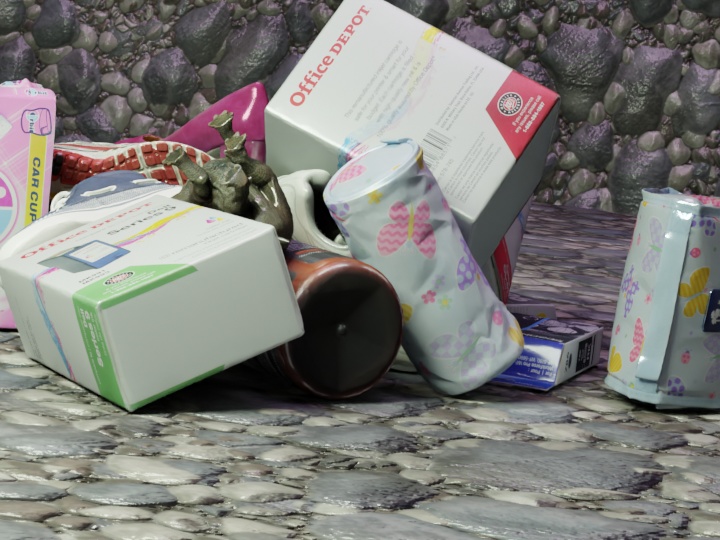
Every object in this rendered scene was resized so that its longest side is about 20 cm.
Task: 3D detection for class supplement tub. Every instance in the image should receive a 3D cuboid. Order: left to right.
[{"bbox_3d":[-0.057,0.029,1.566,0.107,0.107,0.200,3,8,-29],"label":"supplement tub"}]

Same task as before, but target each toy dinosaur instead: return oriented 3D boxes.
[{"bbox_3d":[-0.085,-0.053,1.527,0.200,0.077,0.102,22,-27,49],"label":"toy dinosaur"}]

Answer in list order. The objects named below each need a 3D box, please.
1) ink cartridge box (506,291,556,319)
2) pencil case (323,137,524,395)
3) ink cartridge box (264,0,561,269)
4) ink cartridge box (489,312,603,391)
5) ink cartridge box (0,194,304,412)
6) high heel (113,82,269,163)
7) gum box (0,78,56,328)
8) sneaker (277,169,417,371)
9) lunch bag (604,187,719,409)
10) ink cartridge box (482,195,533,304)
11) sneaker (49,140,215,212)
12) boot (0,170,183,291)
[{"bbox_3d":[0.090,0.032,1.962,0.199,0.047,0.197,-1,9,-35],"label":"ink cartridge box"},{"bbox_3d":[0.051,-0.002,1.560,0.091,0.200,0.083,-37,22,-15],"label":"pencil case"},{"bbox_3d":[0.039,-0.105,1.684,0.200,0.145,0.145,30,-23,12],"label":"ink cartridge box"},{"bbox_3d":[0.139,0.066,1.737,0.099,0.039,0.200,9,8,17],"label":"ink cartridge box"},{"bbox_3d":[-0.155,0.018,1.466,0.145,0.088,0.200,-24,18,-24],"label":"ink cartridge box"},{"bbox_3d":[-0.161,-0.134,1.909,0.067,0.096,0.200,-2,8,-45],"label":"high heel"},{"bbox_3d":[-0.313,-0.057,1.641,0.113,0.201,0.066,2,8,-22],"label":"gum box"},{"bbox_3d":[0.000,0.000,1.641,0.075,0.200,0.081,-48,10,-31],"label":"sneaker"},{"bbox_3d":[0.272,0.023,1.669,0.127,0.170,0.200,12,5,18],"label":"lunch bag"},{"bbox_3d":[0.072,-0.046,1.863,0.147,0.086,0.200,-4,33,18],"label":"ink cartridge box"},{"bbox_3d":[-0.209,-0.083,1.755,0.199,0.078,0.082,5,14,-6],"label":"sneaker"},{"bbox_3d":[-0.223,-0.029,1.609,0.090,0.073,0.200,22,27,40],"label":"boot"}]
